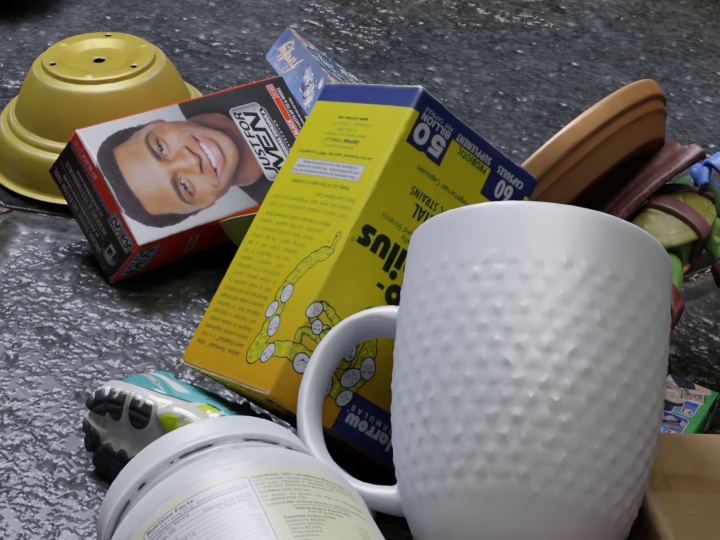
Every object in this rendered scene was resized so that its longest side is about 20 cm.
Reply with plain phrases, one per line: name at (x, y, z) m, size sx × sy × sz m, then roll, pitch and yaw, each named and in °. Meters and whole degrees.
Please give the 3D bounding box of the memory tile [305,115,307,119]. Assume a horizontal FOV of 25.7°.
memory tile at (-0.096, -0.100, 1.329) m, size 0.198 × 0.017 × 0.154 m, roll 2°, pitch 31°, yaw -11°

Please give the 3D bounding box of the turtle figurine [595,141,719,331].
turtle figurine at (0.190, 0.028, 1.065) m, size 0.144 × 0.200 × 0.194 m, roll 43°, pitch 39°, yaw 11°

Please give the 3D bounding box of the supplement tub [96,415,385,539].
supplement tub at (-0.042, 0.176, 0.744) m, size 0.144 × 0.146 × 0.200 m, roll -5°, pitch 33°, yaw -22°

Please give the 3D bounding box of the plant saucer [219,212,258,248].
plant saucer at (-0.001, -0.027, 1.134) m, size 0.198 × 0.031 × 0.200 m, roll -4°, pitch -3°, yaw 0°

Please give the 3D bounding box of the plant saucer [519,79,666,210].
plant saucer at (0.138, -0.047, 1.077) m, size 0.038 × 0.200 × 0.200 m, roll 49°, pitch 43°, yaw 12°

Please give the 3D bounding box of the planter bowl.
planter bowl at (-0.208, -0.137, 1.272) m, size 0.199 × 0.084 × 0.201 m, roll 0°, pitch 33°, yaw 0°

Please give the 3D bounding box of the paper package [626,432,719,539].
paper package at (0.245, 0.180, 0.854) m, size 0.198 × 0.104 × 0.191 m, roll 2°, pitch 29°, yaw -10°

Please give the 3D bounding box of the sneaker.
sneaker at (-0.071, 0.106, 0.933) m, size 0.199 × 0.078 × 0.079 m, roll 24°, pitch 25°, yaw 25°

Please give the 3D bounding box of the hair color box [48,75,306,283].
hair color box at (-0.121, -0.072, 1.189) m, size 0.199 × 0.061 × 0.102 m, roll -22°, pitch 77°, yaw -40°

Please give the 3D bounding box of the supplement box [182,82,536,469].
supplement box at (0.000, 0.000, 0.959) m, size 0.109 × 0.201 × 0.109 m, roll 33°, pitch -12°, yaw -33°

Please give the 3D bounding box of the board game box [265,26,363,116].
board game box at (0.006, -0.115, 1.285) m, size 0.135 × 0.035 × 0.200 m, roll 34°, pitch 13°, yaw -32°

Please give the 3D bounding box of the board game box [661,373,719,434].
board game box at (0.125, 0.086, 1.056) m, size 0.199 × 0.029 × 0.134 m, roll 22°, pitch 33°, yaw 21°

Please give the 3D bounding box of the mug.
mug at (0.063, 0.073, 0.842) m, size 0.198 × 0.148 × 0.177 m, roll 2°, pitch 66°, yaw 14°
